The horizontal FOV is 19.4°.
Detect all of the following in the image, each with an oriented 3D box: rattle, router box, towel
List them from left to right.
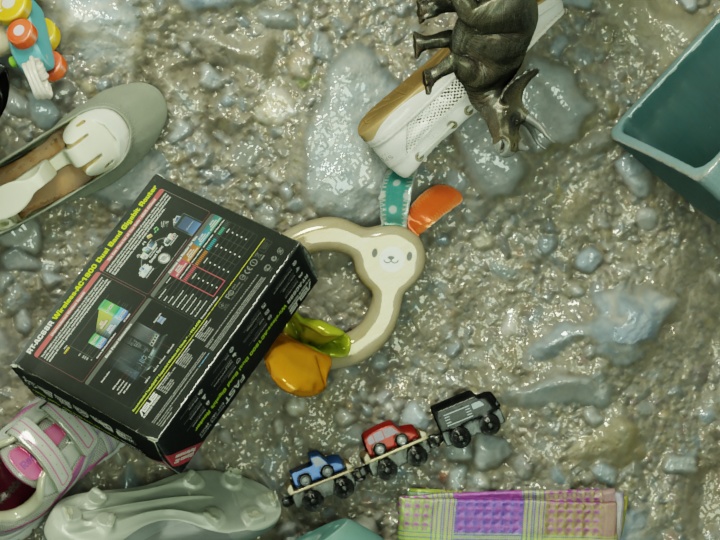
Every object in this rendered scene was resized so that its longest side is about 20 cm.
[{"bbox_3d":[-0.151,0.039,1.633,0.150,0.062,0.200,26,70,27],"label":"router box"},{"bbox_3d":[0.000,0.000,1.681,0.200,0.143,0.130,-35,83,4],"label":"rattle"},{"bbox_3d":[0.128,0.254,1.788,0.200,0.023,0.144,1,98,-7],"label":"towel"}]

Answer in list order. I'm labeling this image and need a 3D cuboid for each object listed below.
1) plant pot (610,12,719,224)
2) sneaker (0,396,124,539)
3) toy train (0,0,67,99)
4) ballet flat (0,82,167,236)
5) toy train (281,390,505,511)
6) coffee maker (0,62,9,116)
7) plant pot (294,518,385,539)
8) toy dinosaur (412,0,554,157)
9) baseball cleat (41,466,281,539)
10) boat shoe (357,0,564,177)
[{"bbox_3d":[0.362,-0.099,1.692,0.200,0.196,0.196,42,91,-20],"label":"plant pot"},{"bbox_3d":[-0.247,0.143,1.681,0.081,0.088,0.200,39,91,3],"label":"sneaker"},{"bbox_3d":[-0.292,-0.222,1.607,0.056,0.150,0.200,-19,105,10],"label":"toy train"},{"bbox_3d":[-0.238,-0.081,1.671,0.200,0.064,0.067,-32,101,-3],"label":"ballet flat"},{"bbox_3d":[0.024,0.148,1.753,0.200,0.034,0.046,-23,97,-4],"label":"toy train"},{"bbox_3d":[-0.366,-0.169,1.589,0.200,0.135,0.192,35,95,1],"label":"coffee maker"},{"bbox_3d":[-0.025,0.298,1.692,0.201,0.201,0.161,-29,90,-3],"label":"plant pot"},{"bbox_3d":[0.096,-0.188,1.616,0.102,0.077,0.200,-4,121,-8],"label":"toy dinosaur"},{"bbox_3d":[-0.168,0.215,1.728,0.200,0.070,0.106,1,136,-24],"label":"baseball cleat"},{"bbox_3d":[0.093,-0.153,1.707,0.200,0.071,0.069,-39,107,3],"label":"boat shoe"}]
